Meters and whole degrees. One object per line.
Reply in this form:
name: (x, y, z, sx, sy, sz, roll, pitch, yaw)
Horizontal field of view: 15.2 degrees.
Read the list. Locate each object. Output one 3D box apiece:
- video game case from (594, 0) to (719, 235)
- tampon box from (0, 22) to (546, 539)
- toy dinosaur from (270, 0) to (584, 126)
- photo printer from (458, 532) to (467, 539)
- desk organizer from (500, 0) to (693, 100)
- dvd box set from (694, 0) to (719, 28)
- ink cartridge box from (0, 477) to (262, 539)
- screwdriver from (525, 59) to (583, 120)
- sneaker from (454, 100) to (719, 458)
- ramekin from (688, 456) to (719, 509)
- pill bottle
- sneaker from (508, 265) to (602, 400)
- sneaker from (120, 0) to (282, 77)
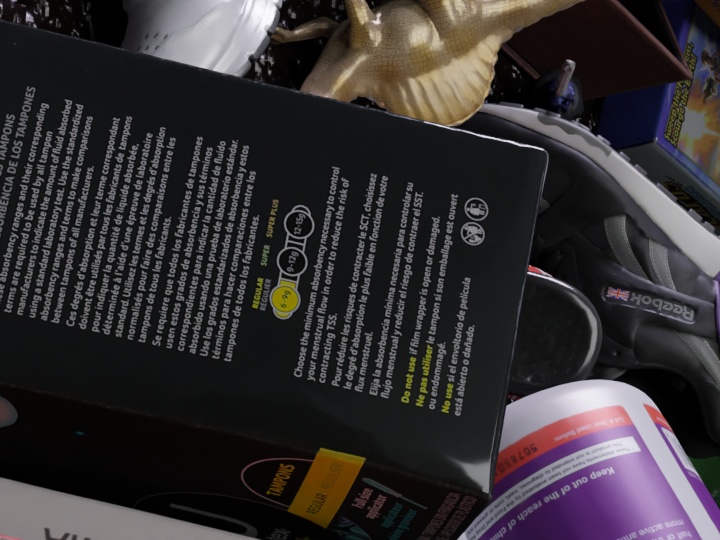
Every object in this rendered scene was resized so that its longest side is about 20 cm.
video game case: (0.206, -0.103, 1.383, 0.181, 0.045, 0.201, 37, 58, -38)
tampon box: (-0.056, 0.019, 0.942, 0.199, 0.150, 0.127, 13, 68, -6)
toy dinosaur: (0.030, -0.111, 1.163, 0.199, 0.058, 0.101, -25, 78, -15)
photo printer: (-0.032, 0.198, 1.021, 0.199, 0.069, 0.167, -19, 91, -18)
desk organizer: (0.074, -0.160, 1.231, 0.200, 0.077, 0.072, 39, 58, -36)
dvd box set: (0.187, -0.189, 1.297, 0.200, 0.029, 0.147, 38, 59, -48)
ink cartridge box: (-0.076, 0.101, 0.899, 0.199, 0.176, 0.045, 14, 68, -3)
screwdriver: (0.090, -0.076, 1.182, 0.028, 0.200, 0.029, -36, 92, 0)
sneaker: (0.105, 0.005, 1.195, 0.200, 0.076, 0.088, 34, 66, 2)
ramekin: (0.199, 0.103, 1.240, 0.200, 0.199, 0.098, -58, 131, -35)
pill bottle: (0.109, 0.149, 1.064, 0.112, 0.112, 0.200, 8, 44, -45)
sneaker: (0.000, 0.001, 1.138, 0.201, 0.108, 0.067, 24, 85, -4)
sneaker: (-0.073, -0.135, 1.092, 0.087, 0.074, 0.201, 33, 53, -25)
